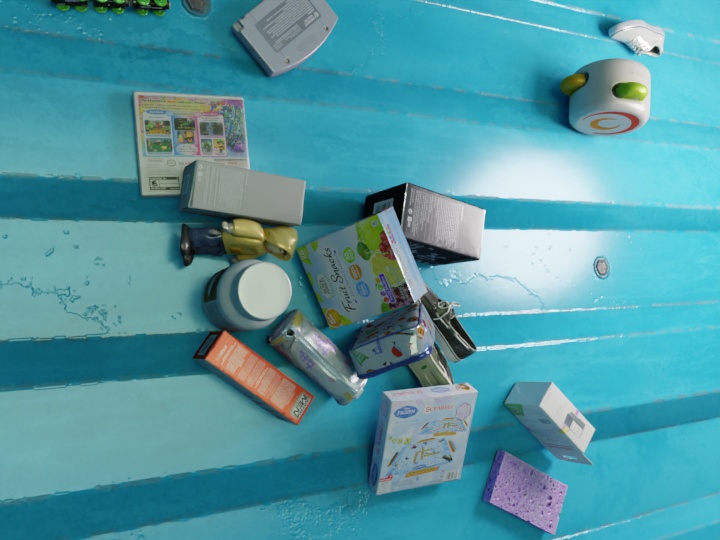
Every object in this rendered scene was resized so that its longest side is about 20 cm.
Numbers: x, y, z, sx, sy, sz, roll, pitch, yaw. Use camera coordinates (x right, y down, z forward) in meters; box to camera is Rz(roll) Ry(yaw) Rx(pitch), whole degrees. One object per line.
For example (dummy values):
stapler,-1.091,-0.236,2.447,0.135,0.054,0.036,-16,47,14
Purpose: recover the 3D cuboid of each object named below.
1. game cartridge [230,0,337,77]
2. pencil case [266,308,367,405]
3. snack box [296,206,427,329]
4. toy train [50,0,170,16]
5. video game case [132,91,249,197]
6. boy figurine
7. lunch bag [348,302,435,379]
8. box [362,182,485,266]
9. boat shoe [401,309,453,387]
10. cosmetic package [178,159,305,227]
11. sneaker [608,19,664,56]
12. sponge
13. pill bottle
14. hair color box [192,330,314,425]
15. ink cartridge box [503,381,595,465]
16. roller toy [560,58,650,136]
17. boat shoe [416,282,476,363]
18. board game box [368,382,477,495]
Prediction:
game cartridge,-0.140,-0.474,1.231,0.134,0.040,0.200,48,66,-10
pencil case,-0.076,0.159,1.158,0.200,0.090,0.084,44,67,-16
snack box,0.000,0.000,1.153,0.067,0.198,0.171,-30,98,-54
toy train,-0.430,-0.476,1.083,0.197,0.042,0.057,-7,78,-27
video game case,-0.299,-0.224,1.128,0.197,0.024,0.186,-4,86,-26
boy figurine,-0.209,-0.044,1.097,0.196,0.125,0.065,0,59,-10
lunch bag,0.056,0.130,1.166,0.158,0.200,0.077,-24,94,11
box,0.122,-0.085,1.245,0.197,0.148,0.109,13,79,-30
boat shoe,0.130,0.169,1.286,0.202,0.071,0.068,61,26,-1
cosmetic package,-0.205,-0.130,1.095,0.197,0.106,0.092,10,86,-25
sneaker,0.740,-0.611,1.669,0.197,0.073,0.072,-3,82,-27
sponge,0.362,0.485,1.375,0.198,0.030,0.113,32,71,-21
pill bottle,-0.190,0.042,1.052,0.113,0.199,0.117,4,82,-26
hair color box,-0.186,0.186,1.094,0.199,0.101,0.062,41,69,-18
ink cartridge box,0.424,0.332,1.375,0.200,0.117,0.068,46,65,-15
roller toy,0.596,-0.419,1.515,0.181,0.197,0.142,19,74,-54
boat shoe,0.167,0.090,1.279,0.201,0.068,0.073,60,30,3
board game box,0.121,0.324,1.224,0.197,0.041,0.203,0,108,-27
